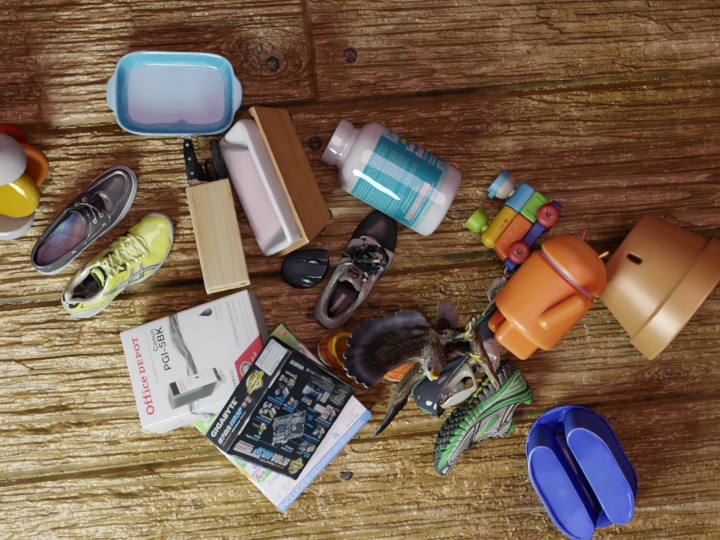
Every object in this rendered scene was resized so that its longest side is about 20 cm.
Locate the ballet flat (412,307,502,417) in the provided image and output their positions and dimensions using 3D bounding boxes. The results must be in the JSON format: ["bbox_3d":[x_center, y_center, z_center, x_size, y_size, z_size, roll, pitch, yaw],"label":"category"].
[{"bbox_3d":[0.166,0.145,1.427,0.200,0.073,0.073,-43,94,-2],"label":"ballet flat"}]

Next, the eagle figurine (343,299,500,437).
[{"bbox_3d":[0.082,0.130,1.343,0.197,0.151,0.154,-21,75,6],"label":"eagle figurine"}]

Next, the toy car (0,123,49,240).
[{"bbox_3d":[-0.538,-0.151,1.327,0.197,0.176,0.152,12,54,-5],"label":"toy car"}]

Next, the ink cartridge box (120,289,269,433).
[{"bbox_3d":[-0.227,0.131,1.352,0.197,0.083,0.149,-19,76,2],"label":"ink cartridge box"}]

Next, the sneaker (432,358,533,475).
[{"bbox_3d":[0.185,0.234,1.426,0.085,0.078,0.200,44,85,-5],"label":"sneaker"}]

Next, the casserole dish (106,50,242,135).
[{"bbox_3d":[-0.274,-0.260,1.402,0.196,0.039,0.123,0,89,-7],"label":"casserole dish"}]

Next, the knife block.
[{"bbox_3d":[-0.211,-0.089,1.343,0.063,0.201,0.178,-13,120,-6],"label":"knife block"}]

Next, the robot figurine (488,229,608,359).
[{"bbox_3d":[0.275,0.033,1.365,0.117,0.143,0.201,44,103,19],"label":"robot figurine"}]

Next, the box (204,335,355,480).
[{"bbox_3d":[-0.104,0.194,1.302,0.046,0.200,0.160,31,85,33],"label":"box"}]

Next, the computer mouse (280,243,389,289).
[{"bbox_3d":[-0.044,-0.012,1.366,0.034,0.198,0.059,41,52,-41],"label":"computer mouse"}]

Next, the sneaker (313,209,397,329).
[{"bbox_3d":[0.000,0.000,1.405,0.073,0.088,0.202,29,85,-4],"label":"sneaker"}]

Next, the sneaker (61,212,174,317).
[{"bbox_3d":[-0.348,-0.004,1.372,0.075,0.076,0.200,45,84,-2],"label":"sneaker"}]

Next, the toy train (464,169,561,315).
[{"bbox_3d":[0.204,-0.047,1.435,0.115,0.085,0.201,38,87,7],"label":"toy train"}]

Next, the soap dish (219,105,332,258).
[{"bbox_3d":[-0.123,-0.127,1.365,0.080,0.157,0.203,-23,91,-23],"label":"soap dish"}]

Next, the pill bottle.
[{"bbox_3d":[0.042,-0.145,1.398,0.198,0.111,0.112,29,86,-6],"label":"pill bottle"}]

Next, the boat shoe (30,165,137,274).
[{"bbox_3d":[-0.404,-0.075,1.371,0.200,0.066,0.070,-43,94,-5],"label":"boat shoe"}]

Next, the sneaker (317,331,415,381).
[{"bbox_3d":[0.036,0.128,1.404,0.197,0.077,0.074,2,84,-22],"label":"sneaker"}]

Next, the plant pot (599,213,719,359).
[{"bbox_3d":[0.439,0.010,1.409,0.140,0.200,0.201,39,85,12],"label":"plant pot"}]

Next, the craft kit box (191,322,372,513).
[{"bbox_3d":[-0.118,0.218,1.412,0.200,0.049,0.198,-45,96,-5],"label":"craft kit box"}]

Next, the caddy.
[{"bbox_3d":[0.334,0.305,1.430,0.140,0.105,0.202,-28,92,18],"label":"caddy"}]
